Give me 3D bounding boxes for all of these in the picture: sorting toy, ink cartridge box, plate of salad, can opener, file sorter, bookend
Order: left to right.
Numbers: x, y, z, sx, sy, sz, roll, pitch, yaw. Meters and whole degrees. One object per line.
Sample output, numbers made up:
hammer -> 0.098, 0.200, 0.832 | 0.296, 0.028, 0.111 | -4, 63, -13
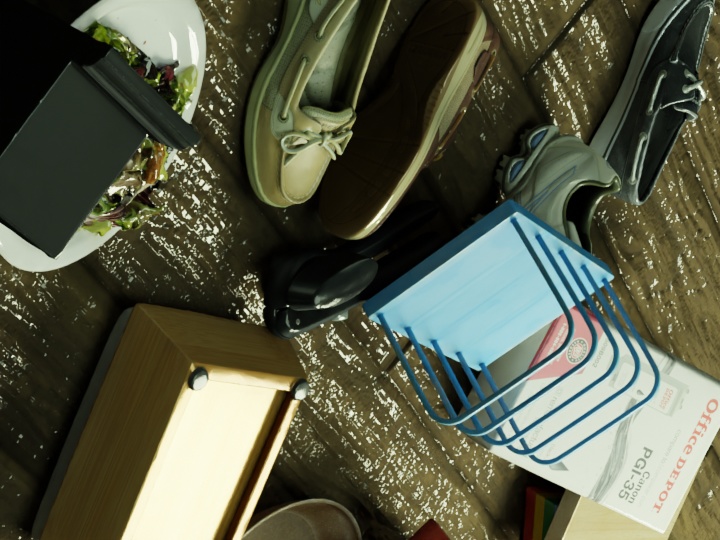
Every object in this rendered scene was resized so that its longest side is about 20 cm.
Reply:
bookend -> -0.226, -0.051, 1.016 | 0.199, 0.200, 0.092 | -55, 143, -8
plate of salad -> -0.153, -0.083, 1.178 | 0.200, 0.048, 0.200 | -47, 155, -30
can opener -> 0.000, 0.000, 1.431 | 0.200, 0.078, 0.064 | -27, 124, -49
file sorter -> 0.124, 0.057, 1.452 | 0.139, 0.123, 0.200 | -36, 152, 15
ink cartridge box -> 0.206, 0.120, 1.663 | 0.200, 0.083, 0.147 | 26, 92, -24
sorting toy -> 0.233, 0.213, 1.835 | 0.200, 0.070, 0.199 | 8, 107, -52

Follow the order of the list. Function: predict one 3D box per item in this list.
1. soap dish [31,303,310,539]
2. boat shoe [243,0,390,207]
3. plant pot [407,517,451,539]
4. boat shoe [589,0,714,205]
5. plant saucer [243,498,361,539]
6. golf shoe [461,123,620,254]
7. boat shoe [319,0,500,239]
soap dish -> -0.130, 0.130, 1.346 | 0.157, 0.081, 0.200 | 13, 102, -52
boat shoe -> -0.024, -0.132, 1.311 | 0.073, 0.063, 0.201 | 1, 112, -50
plant pot -> 0.052, 0.356, 1.594 | 0.176, 0.200, 0.200 | -35, 161, -11
boat shoe -> 0.262, -0.152, 1.627 | 0.072, 0.068, 0.200 | 23, 95, -53
plant saucer -> -0.081, 0.265, 1.530 | 0.200, 0.037, 0.201 | -29, 134, -35
golf shoe -> 0.135, -0.016, 1.547 | 0.078, 0.097, 0.200 | 19, 100, -55
boat shoe -> 0.043, -0.104, 1.405 | 0.072, 0.072, 0.200 | 36, 78, -52
